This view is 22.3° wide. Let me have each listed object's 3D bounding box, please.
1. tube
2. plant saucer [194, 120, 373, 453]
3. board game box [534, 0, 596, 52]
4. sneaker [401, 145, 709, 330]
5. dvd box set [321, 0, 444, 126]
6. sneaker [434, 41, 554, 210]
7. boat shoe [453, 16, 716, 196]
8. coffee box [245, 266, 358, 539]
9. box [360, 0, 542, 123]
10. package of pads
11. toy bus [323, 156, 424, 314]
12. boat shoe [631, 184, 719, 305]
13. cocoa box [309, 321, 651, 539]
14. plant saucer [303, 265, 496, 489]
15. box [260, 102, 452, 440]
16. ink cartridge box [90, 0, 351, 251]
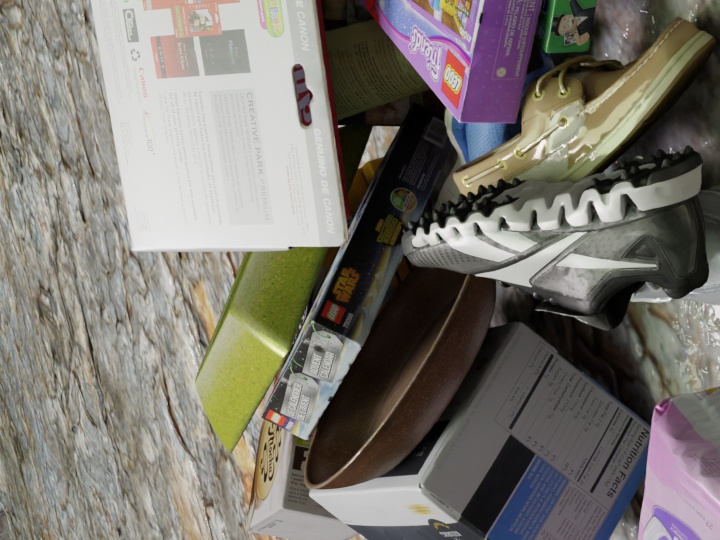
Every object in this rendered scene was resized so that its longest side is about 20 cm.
[{"bbox_3d":[0.013,-0.140,1.210,0.199,0.052,0.058,-14,80,34],"label":"tube"},{"bbox_3d":[-0.064,0.006,1.321,0.200,0.048,0.201,121,171,-60],"label":"plant saucer"},{"bbox_3d":[0.092,-0.232,1.064,0.200,0.029,0.135,-120,29,-52],"label":"board game box"},{"bbox_3d":[0.107,-0.006,1.005,0.200,0.066,0.091,-10,103,40],"label":"sneaker"},{"bbox_3d":[-0.005,-0.192,1.234,0.029,0.146,0.201,-82,-7,-57],"label":"dvd box set"},{"bbox_3d":[0.104,-0.064,1.172,0.089,0.078,0.200,50,157,28],"label":"sneaker"},{"bbox_3d":[0.120,-0.084,1.046,0.066,0.074,0.200,49,131,4],"label":"boat shoe"},{"bbox_3d":[-0.028,0.109,1.454,0.113,0.080,0.201,139,142,-66],"label":"coffee box"},{"bbox_3d":[0.051,-0.191,1.077,0.200,0.039,0.137,-122,36,-53],"label":"box"},{"bbox_3d":[0.218,0.176,1.064,0.121,0.075,0.201,-130,32,-48],"label":"package of pads"},{"bbox_3d":[0.028,0.018,1.376,0.201,0.078,0.065,68,156,11],"label":"toy bus"},{"bbox_3d":[0.168,-0.008,1.052,0.201,0.071,0.070,4,109,66],"label":"boat shoe"},{"bbox_3d":[0.080,0.132,1.215,0.131,0.134,0.200,38,161,-13],"label":"cocoa box"},{"bbox_3d":[0.032,0.061,1.165,0.037,0.201,0.200,33,158,-10],"label":"plant saucer"},{"bbox_3d":[0.000,0.000,1.238,0.040,0.200,0.137,26,144,-2],"label":"box"},{"bbox_3d":[-0.074,-0.117,1.188,0.175,0.084,0.201,1,106,32],"label":"ink cartridge box"}]
